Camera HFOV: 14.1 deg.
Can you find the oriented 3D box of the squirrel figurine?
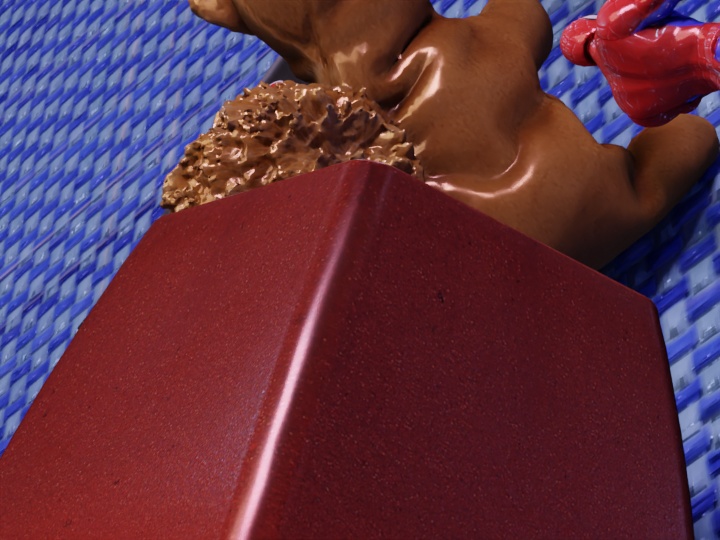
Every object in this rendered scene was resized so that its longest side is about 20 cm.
[{"bbox_3d":[0.008,-0.056,1.150,0.141,0.187,0.200,-25,16,47],"label":"squirrel figurine"}]

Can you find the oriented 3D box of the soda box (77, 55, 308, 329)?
[{"bbox_3d":[-0.043,-0.028,1.381,0.200,0.071,0.063,-54,24,-9],"label":"soda box"}]

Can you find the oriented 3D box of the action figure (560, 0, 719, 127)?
[{"bbox_3d":[0.166,-0.090,1.087,0.200,0.065,0.099,11,44,42],"label":"action figure"}]

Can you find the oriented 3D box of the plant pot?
[{"bbox_3d":[-0.005,0.076,0.973,0.200,0.200,0.177,-14,57,52],"label":"plant pot"}]
